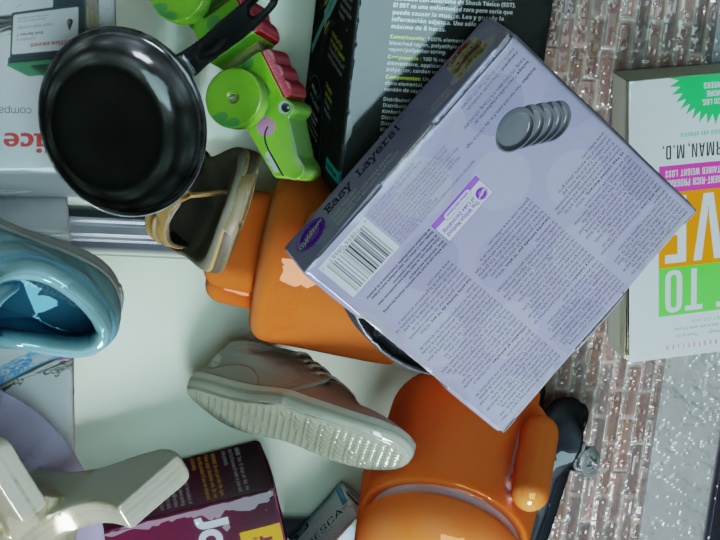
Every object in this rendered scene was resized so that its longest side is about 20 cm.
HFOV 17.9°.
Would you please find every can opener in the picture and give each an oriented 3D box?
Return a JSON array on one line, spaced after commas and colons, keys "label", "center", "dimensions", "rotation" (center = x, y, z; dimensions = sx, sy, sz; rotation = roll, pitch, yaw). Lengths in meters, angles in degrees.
[{"label": "can opener", "center": [0.115, 0.179, 1.610], "dimensions": [0.078, 0.063, 0.201], "rotation": [11, 80, 27]}]

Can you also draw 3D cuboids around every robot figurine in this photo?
[{"label": "robot figurine", "center": [0.062, 0.147, 1.523], "dimensions": [0.143, 0.200, 0.117], "rotation": [7, 140, 14]}, {"label": "robot figurine", "center": [0.000, 0.000, 1.504], "dimensions": [0.199, 0.117, 0.144], "rotation": [11, 125, 2]}]

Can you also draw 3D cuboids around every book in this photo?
[{"label": "book", "center": [0.242, -0.044, 1.590], "dimensions": [0.133, 0.048, 0.201], "rotation": [-6, 108, -12]}]

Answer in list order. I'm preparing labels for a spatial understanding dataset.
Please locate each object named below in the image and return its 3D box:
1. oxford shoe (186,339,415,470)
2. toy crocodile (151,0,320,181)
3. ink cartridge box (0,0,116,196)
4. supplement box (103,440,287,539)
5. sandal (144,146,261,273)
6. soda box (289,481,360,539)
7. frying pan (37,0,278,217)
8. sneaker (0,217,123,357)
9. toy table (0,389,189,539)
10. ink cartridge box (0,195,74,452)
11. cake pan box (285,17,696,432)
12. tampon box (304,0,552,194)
[{"label": "oxford shoe", "center": [-0.037, 0.084, 1.516], "dimensions": [0.058, 0.200, 0.075], "rotation": [-55, 130, -19]}, {"label": "toy crocodile", "center": [-0.077, -0.145, 1.452], "dimensions": [0.062, 0.067, 0.200], "rotation": [-31, 77, 15]}, {"label": "ink cartridge box", "center": [-0.223, -0.150, 1.410], "dimensions": [0.146, 0.084, 0.201], "rotation": [-1, 84, -10]}, {"label": "supplement box", "center": [-0.149, 0.205, 1.583], "dimensions": [0.199, 0.086, 0.111], "rotation": [-14, 111, -5]}, {"label": "sandal", "center": [-0.113, -0.047, 1.439], "dimensions": [0.054, 0.200, 0.081], "rotation": [14, 94, -22]}, {"label": "soda box", "center": [0.043, 0.241, 1.639], "dimensions": [0.200, 0.068, 0.064], "rotation": [40, 96, -20]}, {"label": "frying pan", "center": [-0.131, -0.120, 1.374], "dimensions": [0.115, 0.031, 0.190], "rotation": [34, 63, -26]}, {"label": "sneaker", "center": [-0.233, 0.002, 1.341], "dimensions": [0.199, 0.082, 0.074], "rotation": [13, 106, -13]}, {"label": "toy table", "center": [-0.199, 0.161, 1.367], "dimensions": [0.184, 0.117, 0.200], "rotation": [-50, 125, -14]}, {"label": "ink cartridge box", "center": [-0.259, 0.046, 1.475], "dimensions": [0.144, 0.147, 0.201], "rotation": [-2, 110, -9]}, {"label": "cake pan box", "center": [0.080, -0.022, 1.399], "dimensions": [0.184, 0.052, 0.200], "rotation": [38, 95, -26]}, {"label": "tampon box", "center": [0.043, -0.156, 1.455], "dimensions": [0.126, 0.150, 0.201], "rotation": [3, 110, -11]}]
